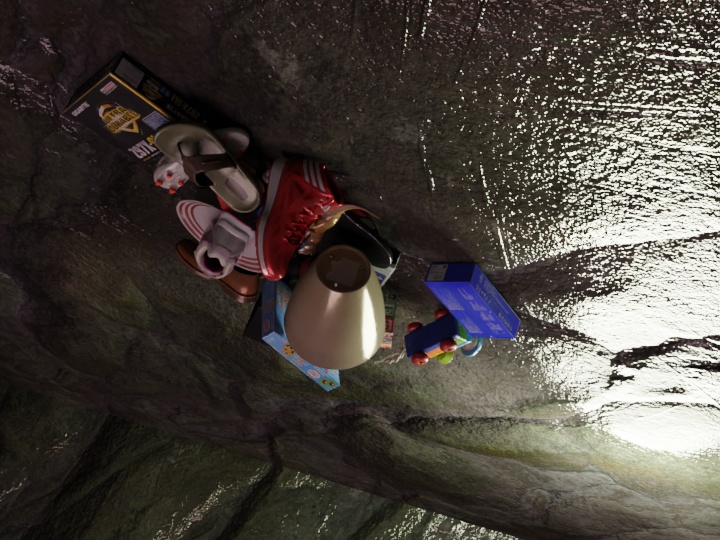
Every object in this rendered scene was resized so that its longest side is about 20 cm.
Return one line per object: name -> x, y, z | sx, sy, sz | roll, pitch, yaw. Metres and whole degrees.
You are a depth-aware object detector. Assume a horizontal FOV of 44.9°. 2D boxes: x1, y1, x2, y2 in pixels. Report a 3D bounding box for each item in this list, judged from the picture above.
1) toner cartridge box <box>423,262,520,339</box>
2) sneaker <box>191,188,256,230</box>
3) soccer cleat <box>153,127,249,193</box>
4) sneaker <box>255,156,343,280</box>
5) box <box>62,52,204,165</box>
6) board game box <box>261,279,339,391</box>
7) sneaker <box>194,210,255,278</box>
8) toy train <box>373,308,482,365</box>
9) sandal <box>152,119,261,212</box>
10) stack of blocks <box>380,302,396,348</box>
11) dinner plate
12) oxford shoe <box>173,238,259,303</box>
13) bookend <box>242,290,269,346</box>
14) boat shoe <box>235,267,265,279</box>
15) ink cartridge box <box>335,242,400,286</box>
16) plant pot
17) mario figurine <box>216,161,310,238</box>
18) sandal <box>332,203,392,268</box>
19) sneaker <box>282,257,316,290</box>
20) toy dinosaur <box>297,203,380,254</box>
toner cartridge box -> 0.205, 0.057, 1.582 | 0.095, 0.043, 0.200 | 2, 148, 38
sneaker -> -0.231, -0.073, 1.639 | 0.200, 0.074, 0.116 | 33, 156, -5
soccer cleat -> -0.263, -0.196, 1.420 | 0.200, 0.078, 0.069 | -23, 141, 30
sneaker -> -0.094, -0.080, 1.370 | 0.115, 0.200, 0.078 | 5, 179, 23
box -> -0.366, -0.253, 1.402 | 0.160, 0.049, 0.200 | 34, 152, -30
board game box -> -0.114, 0.119, 1.670 | 0.037, 0.151, 0.200 | -28, 130, 20
sneaker -> -0.246, -0.030, 1.482 | 0.081, 0.088, 0.200 | 34, 157, -5
toy train -> 0.138, 0.158, 1.746 | 0.200, 0.085, 0.116 | -29, 142, 33
sandal -> -0.230, -0.158, 1.347 | 0.080, 0.057, 0.201 | -37, 119, 24
stack of blocks -> 0.009, 0.107, 1.744 | 0.115, 0.059, 0.200 | 7, 166, 3
dinner plate -> -0.235, -0.065, 1.540 | 0.200, 0.024, 0.200 | 27, 158, 12
oxford shoe -> -0.271, -0.017, 1.670 | 0.200, 0.071, 0.071 | 29, 119, 18
bookend -> -0.135, 0.110, 1.895 | 0.199, 0.092, 0.200 | 23, 154, -7
boat shoe -> -0.229, -0.019, 1.742 | 0.202, 0.075, 0.075 | 17, 166, 37
ink cartridge box -> 0.000, 0.000, 1.634 | 0.099, 0.039, 0.200 | 23, 154, -5
plant pot -> -0.036, 0.047, 1.510 | 0.187, 0.187, 0.200 | 19, 150, 4
mario figurine -> -0.161, -0.128, 1.487 | 0.200, 0.123, 0.106 | 33, -165, -41
sandal -> -0.011, -0.082, 1.485 | 0.200, 0.045, 0.075 | 46, 143, -15
sneaker -> -0.111, 0.034, 1.750 | 0.098, 0.071, 0.200 | 12, 151, 19
toy dinosaur -> -0.057, -0.092, 1.438 | 0.106, 0.060, 0.200 | 30, 146, -19
